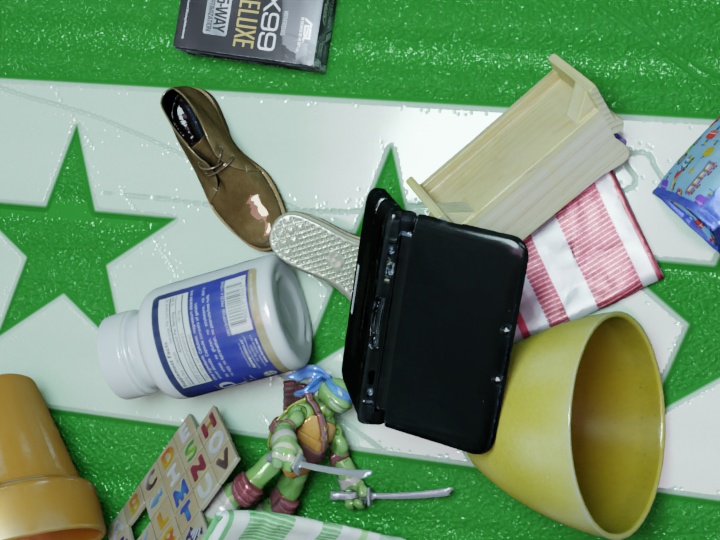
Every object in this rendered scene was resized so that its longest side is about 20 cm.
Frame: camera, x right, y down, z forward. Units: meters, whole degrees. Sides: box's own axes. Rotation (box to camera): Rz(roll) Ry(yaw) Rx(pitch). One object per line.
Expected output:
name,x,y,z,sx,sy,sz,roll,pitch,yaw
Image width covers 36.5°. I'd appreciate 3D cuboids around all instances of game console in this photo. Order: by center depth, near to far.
game console,0.060,0.041,1.006,0.115,0.176,0.202,6,105,-11

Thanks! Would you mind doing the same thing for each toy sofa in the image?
toy sofa,0.152,-0.101,1.050,0.200,0.098,0.083,-41,39,5

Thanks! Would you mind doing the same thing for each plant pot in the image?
plant pot,0.179,0.141,1.015,0.141,0.199,0.202,-4,90,39
plant pot,-0.387,0.217,1.149,0.199,0.200,0.184,-24,70,13

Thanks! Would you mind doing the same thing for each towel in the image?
towel,-0.074,0.301,1.071,0.199,0.023,0.153,18,118,-24
towel,0.179,-0.014,1.083,0.199,0.023,0.145,-26,85,13

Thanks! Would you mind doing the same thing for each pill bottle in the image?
pill bottle,-0.161,0.065,1.117,0.199,0.120,0.121,-15,87,14

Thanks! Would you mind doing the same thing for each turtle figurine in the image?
turtle figurine,-0.053,0.216,1.081,0.200,0.144,0.194,46,104,13

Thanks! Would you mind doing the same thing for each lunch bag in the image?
lunch bag,0.340,-0.100,0.950,0.094,0.200,0.151,44,100,10

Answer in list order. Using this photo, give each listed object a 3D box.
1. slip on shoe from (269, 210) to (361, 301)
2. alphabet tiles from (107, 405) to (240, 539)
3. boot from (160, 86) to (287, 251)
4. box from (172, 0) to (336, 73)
slip on shoe,0.000,0.000,1.109,0.199,0.061,0.074,29,99,-1
alphabet tiles,-0.193,0.243,1.123,0.008,0.167,0.201,30,100,-31
boot,-0.148,-0.105,1.137,0.073,0.075,0.201,-35,84,10
box,-0.100,-0.316,1.135,0.156,0.050,0.202,11,93,13
